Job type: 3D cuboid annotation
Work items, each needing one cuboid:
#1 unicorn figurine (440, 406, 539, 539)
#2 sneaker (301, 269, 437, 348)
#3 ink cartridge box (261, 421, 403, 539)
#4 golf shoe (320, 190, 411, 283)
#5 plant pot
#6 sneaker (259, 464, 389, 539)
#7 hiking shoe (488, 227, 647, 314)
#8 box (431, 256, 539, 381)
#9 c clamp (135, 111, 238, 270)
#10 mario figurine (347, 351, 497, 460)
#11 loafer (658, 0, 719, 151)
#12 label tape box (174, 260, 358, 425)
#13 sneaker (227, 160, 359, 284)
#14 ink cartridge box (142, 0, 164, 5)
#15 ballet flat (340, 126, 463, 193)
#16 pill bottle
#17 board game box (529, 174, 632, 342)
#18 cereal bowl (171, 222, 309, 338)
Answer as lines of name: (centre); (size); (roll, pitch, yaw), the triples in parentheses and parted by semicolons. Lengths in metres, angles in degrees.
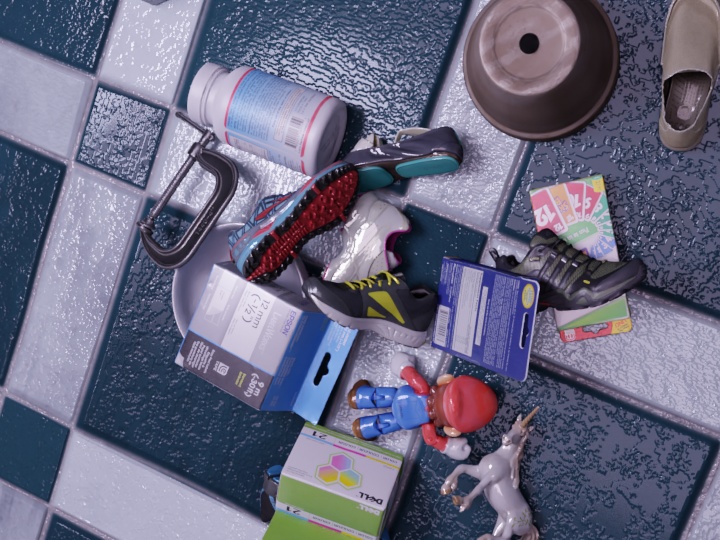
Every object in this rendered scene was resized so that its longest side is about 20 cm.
unicorn figurine: (0.179, 0.282, 1.264); (0.136, 0.074, 0.203); (-25, 111, -21)
sneaker: (0.014, 0.032, 1.259); (0.074, 0.198, 0.086); (41, 108, 55)
ink cartridge box: (-0.040, 0.307, 1.254); (0.146, 0.201, 0.077); (17, 125, 8)
golf shoe: (0.000, 0.000, 1.301); (0.090, 0.075, 0.202); (24, 101, 9)
plant pot: (0.211, -0.259, 1.171); (0.197, 0.173, 0.204); (1, 94, 14)
sneaker: (-0.051, 0.345, 1.346); (0.198, 0.073, 0.083); (26, 113, 20)
hiking shoe: (0.248, -0.004, 1.196); (0.198, 0.075, 0.102); (-12, 94, 30)
box: (0.161, 0.058, 1.214); (0.032, 0.199, 0.123); (4, 97, -29)
c clamp: (-0.244, -0.104, 1.343); (0.170, 0.027, 0.202); (27, 85, 33)
mario figurine: (0.090, 0.181, 1.299); (0.197, 0.107, 0.124); (-7, 128, 26)
loafer: (0.399, -0.246, 1.173); (0.074, 0.068, 0.204); (4, 95, 15)
label tape box: (-0.122, 0.096, 1.259); (0.198, 0.066, 0.145); (27, 100, 13)
sneaker: (-0.092, -0.080, 1.246); (0.199, 0.080, 0.095); (-40, 48, -8)
ink cartridge box: (-0.305, -0.480, 1.315); (0.083, 0.144, 0.203); (-18, 89, 14)
ballet flat: (0.041, -0.150, 1.287); (0.197, 0.073, 0.074); (-10, 91, 22)
pill bottle: (-0.126, -0.206, 1.302); (0.198, 0.109, 0.110); (22, 99, 13)
board game box: (0.282, -0.013, 1.245); (0.094, 0.030, 0.203); (-11, 93, 17)
cereal bowl: (-0.154, 0.034, 1.339); (0.197, 0.083, 0.204); (1, 95, 16)
